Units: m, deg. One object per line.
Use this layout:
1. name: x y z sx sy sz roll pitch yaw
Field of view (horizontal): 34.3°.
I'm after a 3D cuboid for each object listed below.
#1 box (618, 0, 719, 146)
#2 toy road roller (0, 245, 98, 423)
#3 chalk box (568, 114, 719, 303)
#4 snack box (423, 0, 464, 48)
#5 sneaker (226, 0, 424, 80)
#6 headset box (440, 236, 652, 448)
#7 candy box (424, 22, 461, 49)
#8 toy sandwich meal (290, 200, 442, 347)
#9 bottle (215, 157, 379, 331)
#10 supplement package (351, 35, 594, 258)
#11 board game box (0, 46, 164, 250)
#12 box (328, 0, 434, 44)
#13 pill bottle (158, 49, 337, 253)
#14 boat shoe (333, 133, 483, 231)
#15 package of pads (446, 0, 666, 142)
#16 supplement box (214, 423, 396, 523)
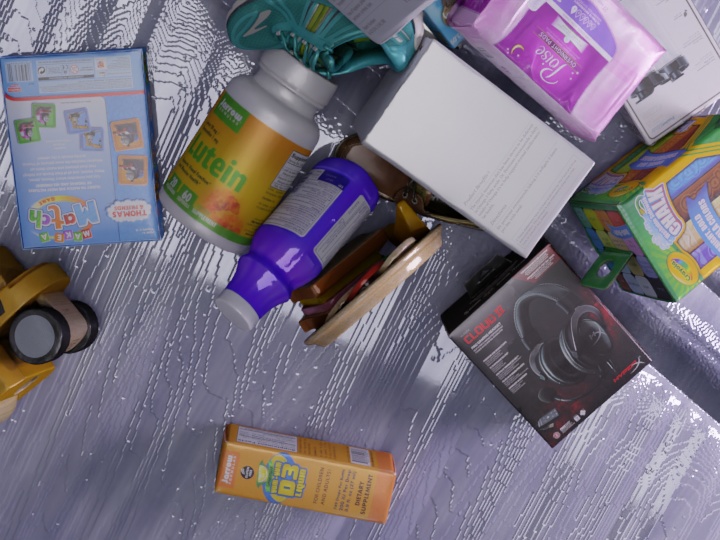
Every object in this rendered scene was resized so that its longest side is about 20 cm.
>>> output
1. box: 0.290 -0.246 1.215 0.116 0.060 0.201 -35 103 6
2. toy road roller: -0.388 0.065 1.235 0.200 0.123 0.146 -41 88 7
3. chalk box: 0.307 -0.054 1.210 0.199 0.125 0.125 -37 103 -9
4. snack box: 0.121 -0.327 1.126 0.200 0.037 0.116 -45 113 -1
5. sneaker: -0.039 -0.224 1.099 0.197 0.078 0.081 4 66 20
6. headset box: 0.195 0.067 1.281 0.149 0.077 0.200 -41 104 8
7. candy box: 0.015 -0.321 1.177 0.197 0.072 0.170 7 103 -4
8. toy sandwich meal: 0.000 0.000 1.197 0.205 0.205 0.070 -41 90 7
9. bottle: -0.066 -0.027 1.186 0.201 0.083 0.066 -51 128 -21
10. supplement package: 0.106 -0.125 1.139 0.199 0.117 0.117 35 100 -13
11. board game box: -0.291 -0.128 1.229 0.149 0.037 0.203 -3 104 -2
12. box: 0.035 -0.333 0.968 0.171 0.200 0.200 39 78 -11
13. pill bottle: -0.111 -0.129 1.199 0.110 0.111 0.201 33 100 -10
14. boat shoe: 0.068 -0.096 1.238 0.197 0.068 0.073 16 103 -6
15. package of pads: 0.188 -0.226 1.122 0.199 0.076 0.121 34 96 -29
16. supplement box: -0.063 0.228 1.314 0.197 0.069 0.067 11 101 -3
